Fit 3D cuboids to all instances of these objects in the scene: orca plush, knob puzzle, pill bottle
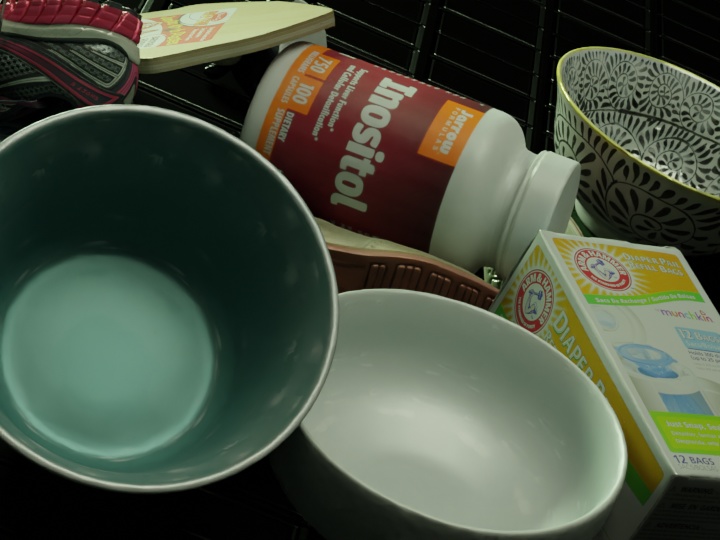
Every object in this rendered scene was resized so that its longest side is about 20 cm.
[{"bbox_3d":[-0.071,-0.133,1.553,0.200,0.071,0.105,-88,155,-55],"label":"orca plush"},{"bbox_3d":[-0.114,-0.140,1.433,0.219,0.031,0.220,-8,15,2],"label":"knob puzzle"},{"bbox_3d":[0.031,-0.062,1.406,0.200,0.113,0.113,20,27,12],"label":"pill bottle"}]

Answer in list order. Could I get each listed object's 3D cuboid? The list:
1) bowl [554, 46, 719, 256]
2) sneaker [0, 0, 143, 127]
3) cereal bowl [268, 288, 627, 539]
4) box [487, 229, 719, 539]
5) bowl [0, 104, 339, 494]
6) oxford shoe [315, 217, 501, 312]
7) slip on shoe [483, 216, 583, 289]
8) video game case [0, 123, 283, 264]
[{"bbox_3d":[0.213,-0.067,1.613,0.200,0.094,0.201,19,29,-11],"label":"bowl"},{"bbox_3d":[-0.228,-0.121,1.317,0.200,0.075,0.081,2,-6,15],"label":"sneaker"},{"bbox_3d":[0.037,0.101,1.195,0.200,0.083,0.200,16,32,-10],"label":"cereal bowl"},{"bbox_3d":[0.158,0.082,1.295,0.112,0.101,0.200,7,39,-30],"label":"box"},{"bbox_3d":[-0.120,0.029,1.128,0.200,0.105,0.201,6,67,-14],"label":"bowl"},{"bbox_3d":[0.000,0.000,1.357,0.200,0.071,0.074,17,27,-17],"label":"oxford shoe"},{"bbox_3d":[0.111,-0.012,1.474,0.061,0.074,0.200,49,13,-46],"label":"slip on shoe"},{"bbox_3d":[-0.175,-0.059,1.310,0.200,0.026,0.181,21,25,24],"label":"video game case"}]
